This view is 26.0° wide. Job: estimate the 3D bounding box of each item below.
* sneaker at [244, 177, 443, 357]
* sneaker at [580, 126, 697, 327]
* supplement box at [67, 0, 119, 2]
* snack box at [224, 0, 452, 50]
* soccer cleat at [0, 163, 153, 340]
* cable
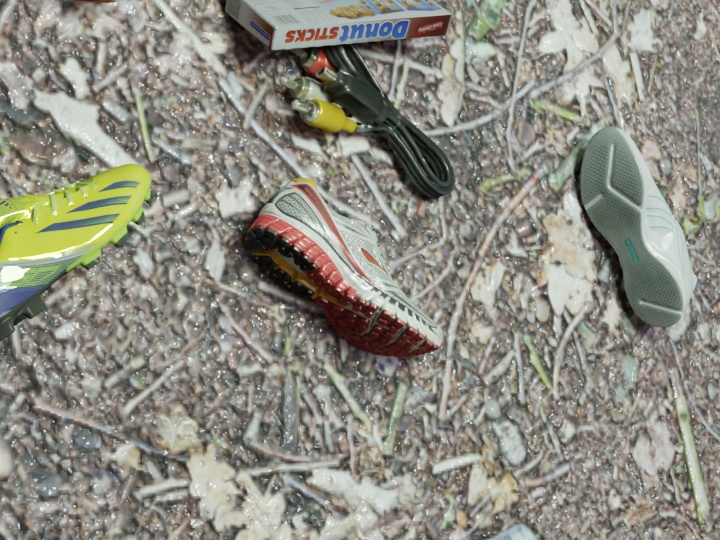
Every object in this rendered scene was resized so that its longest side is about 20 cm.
[{"bbox_3d":[0.000,0.000,1.289,0.200,0.077,0.083,42,56,-24],"label":"sneaker"},{"bbox_3d":[0.275,-0.048,1.535,0.080,0.070,0.202,-33,104,-54],"label":"sneaker"},{"bbox_3d":[-0.210,-0.303,1.150,0.066,0.068,0.202,-42,130,-40],"label":"supplement box"},{"bbox_3d":[-0.016,-0.220,1.331,0.198,0.072,0.025,-12,131,-40],"label":"snack box"},{"bbox_3d":[-0.227,-0.030,1.122,0.200,0.064,0.084,-45,106,-35],"label":"soccer cleat"},{"bbox_3d":[0.007,-0.135,1.363,0.199,0.050,0.098,36,42,-41],"label":"cable"}]
